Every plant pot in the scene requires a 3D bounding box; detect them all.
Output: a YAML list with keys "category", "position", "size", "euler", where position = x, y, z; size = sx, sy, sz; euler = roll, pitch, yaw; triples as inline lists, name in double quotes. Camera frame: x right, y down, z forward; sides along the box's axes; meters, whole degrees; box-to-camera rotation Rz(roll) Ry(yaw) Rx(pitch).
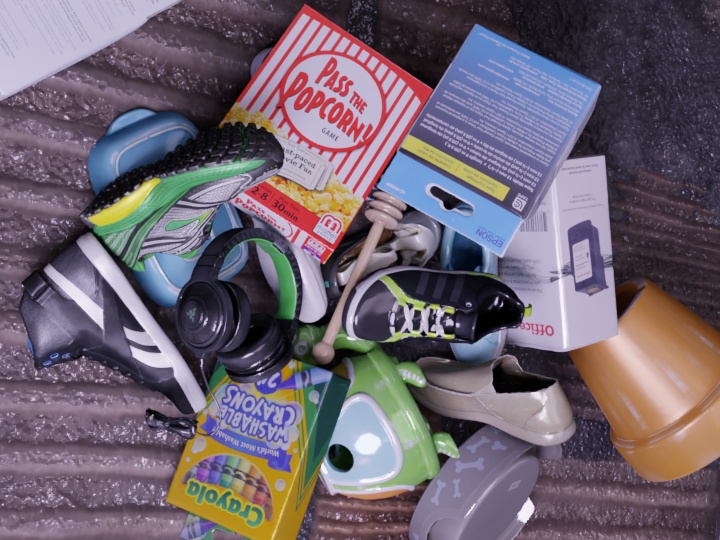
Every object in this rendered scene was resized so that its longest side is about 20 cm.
- category: "plant pot"
  position: [0.347, 0.114, 1.197]
  size: [0.183, 0.200, 0.200]
  euler: [46, 70, -6]

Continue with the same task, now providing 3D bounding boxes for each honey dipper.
- category: "honey dipper"
  position: [0.000, 0.000, 0.995]
  size: [0.038, 0.038, 0.201]
  euler: [29, 76, -28]

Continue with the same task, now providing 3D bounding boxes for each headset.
- category: "headset"
  position: [-0.125, 0.056, 0.905]
  size: [0.124, 0.094, 0.201]
  euler: [45, 57, -43]

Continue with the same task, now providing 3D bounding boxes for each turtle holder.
- category: "turtle holder"
  position: [0.002, 0.145, 1.016]
  size: [0.131, 0.141, 0.186]
  euler: [-27, 117, -9]

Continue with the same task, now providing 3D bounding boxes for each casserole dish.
- category: "casserole dish"
  position: [-0.176, -0.058, 0.962]
  size: [0.121, 0.039, 0.201]
  euler: [-29, 107, -25]

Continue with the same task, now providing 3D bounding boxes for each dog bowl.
- category: "dog bowl"
  position: [0.132, 0.246, 1.089]
  size: [0.200, 0.059, 0.201]
  euler: [-35, 146, -29]

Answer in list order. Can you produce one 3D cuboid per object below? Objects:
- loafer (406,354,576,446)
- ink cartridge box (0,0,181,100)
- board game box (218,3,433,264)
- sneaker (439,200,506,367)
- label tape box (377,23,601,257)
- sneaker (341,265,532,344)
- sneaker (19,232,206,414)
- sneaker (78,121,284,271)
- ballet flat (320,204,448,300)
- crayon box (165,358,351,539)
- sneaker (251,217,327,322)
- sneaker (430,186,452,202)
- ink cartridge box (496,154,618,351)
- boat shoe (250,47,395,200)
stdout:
- category: "loafer"
  position: [0.136, 0.121, 1.061]
  size: [0.076, 0.199, 0.069]
  euler: [-26, 123, -48]
- category: "ink cartridge box"
  position: [-0.286, -0.282, 0.886]
  size: [0.200, 0.041, 0.200]
  euler: [-35, 108, -24]
- category: "board game box"
  position: [-0.044, -0.131, 0.956]
  size: [0.151, 0.046, 0.200]
  euler: [32, 69, -4]
- category: "sneaker"
  position: [0.113, 0.020, 1.091]
  size: [0.082, 0.074, 0.201]
  euler: [-24, 112, -62]
- category: "label tape box"
  position: [0.127, -0.124, 1.002]
  size: [0.143, 0.066, 0.200]
  euler: [29, 81, 11]
- category: "sneaker"
  position: [0.080, 0.036, 0.986]
  size: [0.199, 0.083, 0.072]
  euler: [-8, 112, -27]
- category: "sneaker"
  position: [-0.236, 0.074, 0.923]
  size: [0.112, 0.073, 0.200]
  euler: [-35, 112, -10]
- category: "sneaker"
  position: [-0.145, -0.064, 0.877]
  size: [0.085, 0.199, 0.078]
  euler: [54, 31, -24]
- category: "ballet flat"
  position: [0.034, -0.018, 1.066]
  size: [0.200, 0.068, 0.068]
  euler: [-30, 106, -26]
- category: "crayon box"
  position: [-0.102, 0.178, 0.961]
  size: [0.052, 0.125, 0.201]
  euler: [34, 73, -62]
- category: "sneaker"
  position: [-0.063, -0.051, 1.000]
  size: [0.088, 0.075, 0.201]
  euler: [-24, 94, -34]
- category: "sneaker"
  position: [0.133, -0.143, 1.074]
  size: [0.200, 0.115, 0.075]
  euler: [-50, 118, -31]
- category: "ink cartridge box"
  position: [0.200, -0.021, 1.118]
  size: [0.084, 0.145, 0.201]
  euler: [-9, 97, -31]
- category: "boat shoe"
  position: [-0.028, -0.149, 1.025]
  size: [0.072, 0.068, 0.200]
  euler: [-49, 113, -19]
